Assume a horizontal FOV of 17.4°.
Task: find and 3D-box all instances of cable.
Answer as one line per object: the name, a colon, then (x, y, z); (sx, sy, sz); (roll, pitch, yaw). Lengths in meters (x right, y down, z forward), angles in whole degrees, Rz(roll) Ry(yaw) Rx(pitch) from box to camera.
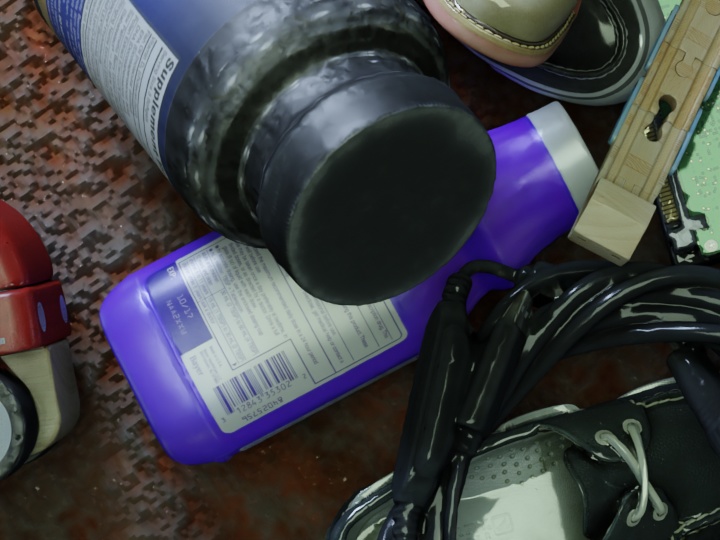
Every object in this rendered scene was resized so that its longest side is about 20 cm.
cable: (0.089, 0.094, 0.854); (0.163, 0.051, 0.200); (11, 73, 2)

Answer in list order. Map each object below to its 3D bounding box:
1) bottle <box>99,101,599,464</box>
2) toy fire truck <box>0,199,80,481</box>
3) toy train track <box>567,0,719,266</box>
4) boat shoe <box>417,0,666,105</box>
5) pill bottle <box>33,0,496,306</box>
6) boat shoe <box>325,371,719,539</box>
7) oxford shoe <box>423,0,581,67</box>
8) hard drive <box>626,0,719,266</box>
bottle: (0.000, 0.000, 0.925); (0.200, 0.065, 0.084); (-29, 83, 1)
toy fire truck: (-0.211, -0.009, 0.931); (0.176, 0.129, 0.200); (-10, 92, 4)
toy train track: (0.131, -0.095, 0.878); (0.115, 0.033, 0.200); (28, 72, -2)
boat shoe: (0.032, -0.136, 0.920); (0.200, 0.066, 0.070); (46, 111, 18)
pill bottle: (-0.037, -0.079, 0.875); (0.112, 0.112, 0.200); (-40, 50, 0)
boat shoe: (0.084, 0.089, 0.907); (0.200, 0.060, 0.076); (-22, 80, 2)
oxford shoe: (0.066, -0.154, 0.859); (0.071, 0.074, 0.200); (24, 44, -12)
hard drive: (0.202, -0.091, 0.931); (0.200, 0.038, 0.140); (-16, 82, 3)
